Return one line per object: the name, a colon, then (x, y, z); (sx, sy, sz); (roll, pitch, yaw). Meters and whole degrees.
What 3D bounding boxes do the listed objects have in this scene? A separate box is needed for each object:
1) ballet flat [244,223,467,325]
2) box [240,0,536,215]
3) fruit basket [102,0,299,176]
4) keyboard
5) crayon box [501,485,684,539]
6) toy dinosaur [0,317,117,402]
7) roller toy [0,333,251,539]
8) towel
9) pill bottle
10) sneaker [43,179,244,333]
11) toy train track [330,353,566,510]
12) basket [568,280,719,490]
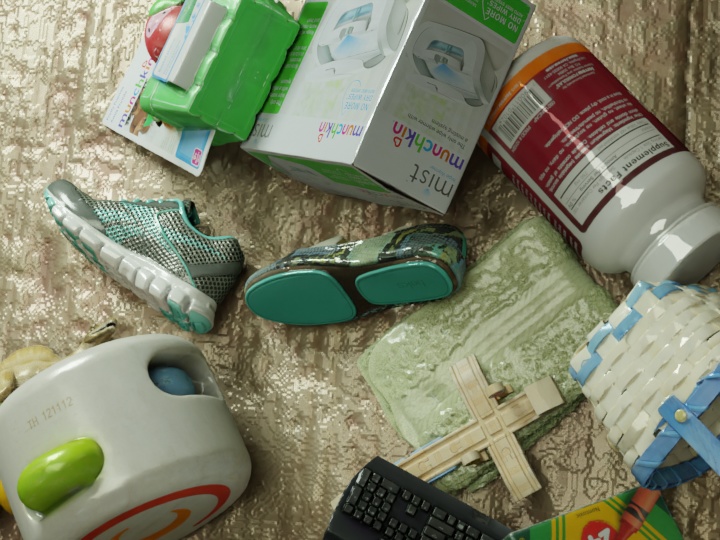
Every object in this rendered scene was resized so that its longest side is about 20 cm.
ballet flat: (0.000, 0.000, 1.242); (0.199, 0.074, 0.075); (-6, 75, 30)
box: (0.017, -0.146, 1.204); (0.200, 0.097, 0.177); (17, 81, 60)
fruit basket: (-0.145, -0.187, 1.299); (0.200, 0.094, 0.186); (30, 94, 48)
keyboard: (0.064, 0.230, 1.127); (0.200, 0.021, 0.127); (29, 66, -1)
crayon box: (0.191, 0.262, 1.088); (0.127, 0.051, 0.200); (-16, 69, -23)
toy dinosaur: (-0.294, 0.101, 1.310); (0.199, 0.058, 0.101); (-15, 41, -3)
roller toy: (-0.190, 0.139, 1.211); (0.182, 0.200, 0.140); (-18, 68, -21)
towel: (0.106, 0.065, 1.204); (0.200, 0.036, 0.149); (-40, 69, 6)
pill bottle: (0.185, -0.073, 1.169); (0.113, 0.113, 0.200); (-42, 68, 5)
sneaker: (-0.180, -0.029, 1.317); (0.200, 0.078, 0.091); (34, 74, 19)
toy train track: (0.061, 0.137, 1.170); (0.200, 0.033, 0.115); (-32, 71, 15)
basket: (0.257, 0.102, 1.075); (0.200, 0.176, 0.139); (43, 109, 30)
